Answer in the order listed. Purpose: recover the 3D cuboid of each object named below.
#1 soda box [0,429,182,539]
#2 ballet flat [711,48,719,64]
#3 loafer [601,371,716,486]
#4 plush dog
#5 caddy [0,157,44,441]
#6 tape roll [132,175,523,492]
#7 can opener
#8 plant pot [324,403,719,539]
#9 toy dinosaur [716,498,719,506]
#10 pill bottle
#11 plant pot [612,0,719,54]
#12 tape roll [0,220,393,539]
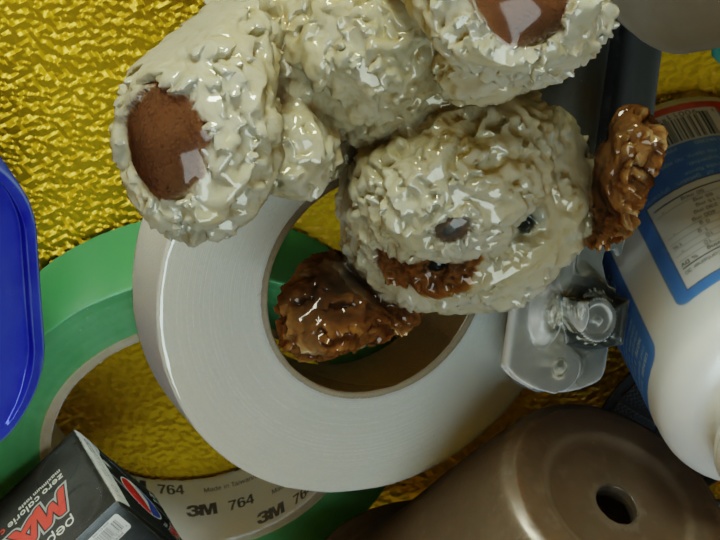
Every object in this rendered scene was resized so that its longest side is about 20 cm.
[{"bbox_3d":[-0.172,0.172,0.984,0.200,0.071,0.063,-44,126,0],"label":"soda box"},{"bbox_3d":[0.238,-0.140,0.903,0.200,0.067,0.070,-21,170,2],"label":"ballet flat"},{"bbox_3d":[0.148,0.093,1.099,0.072,0.063,0.200,32,116,3],"label":"loafer"},{"bbox_3d":[0.022,-0.056,0.850,0.200,0.161,0.172,-24,114,12],"label":"plush dog"},{"bbox_3d":[-0.215,-0.001,0.913,0.141,0.105,0.200,-19,133,-25],"label":"caddy"},{"bbox_3d":[0.000,0.000,0.949,0.202,0.037,0.203,-9,112,-22],"label":"tape roll"},{"bbox_3d":[0.088,-0.046,0.929,0.053,0.067,0.200,6,93,-27],"label":"can opener"},{"bbox_3d":[0.078,0.158,0.983,0.200,0.200,0.175,13,134,-20],"label":"plant pot"},{"bbox_3d":[0.246,0.076,1.030,0.200,0.086,0.136,-47,140,6],"label":"toy dinosaur"},{"bbox_3d":[0.168,0.022,0.938,0.112,0.200,0.112,-7,130,-9],"label":"pill bottle"},{"bbox_3d":[0.164,-0.170,0.808,0.173,0.200,0.200,-28,130,32],"label":"plant pot"},{"bbox_3d":[-0.079,0.065,1.027,0.200,0.048,0.201,-5,129,-6],"label":"tape roll"}]
